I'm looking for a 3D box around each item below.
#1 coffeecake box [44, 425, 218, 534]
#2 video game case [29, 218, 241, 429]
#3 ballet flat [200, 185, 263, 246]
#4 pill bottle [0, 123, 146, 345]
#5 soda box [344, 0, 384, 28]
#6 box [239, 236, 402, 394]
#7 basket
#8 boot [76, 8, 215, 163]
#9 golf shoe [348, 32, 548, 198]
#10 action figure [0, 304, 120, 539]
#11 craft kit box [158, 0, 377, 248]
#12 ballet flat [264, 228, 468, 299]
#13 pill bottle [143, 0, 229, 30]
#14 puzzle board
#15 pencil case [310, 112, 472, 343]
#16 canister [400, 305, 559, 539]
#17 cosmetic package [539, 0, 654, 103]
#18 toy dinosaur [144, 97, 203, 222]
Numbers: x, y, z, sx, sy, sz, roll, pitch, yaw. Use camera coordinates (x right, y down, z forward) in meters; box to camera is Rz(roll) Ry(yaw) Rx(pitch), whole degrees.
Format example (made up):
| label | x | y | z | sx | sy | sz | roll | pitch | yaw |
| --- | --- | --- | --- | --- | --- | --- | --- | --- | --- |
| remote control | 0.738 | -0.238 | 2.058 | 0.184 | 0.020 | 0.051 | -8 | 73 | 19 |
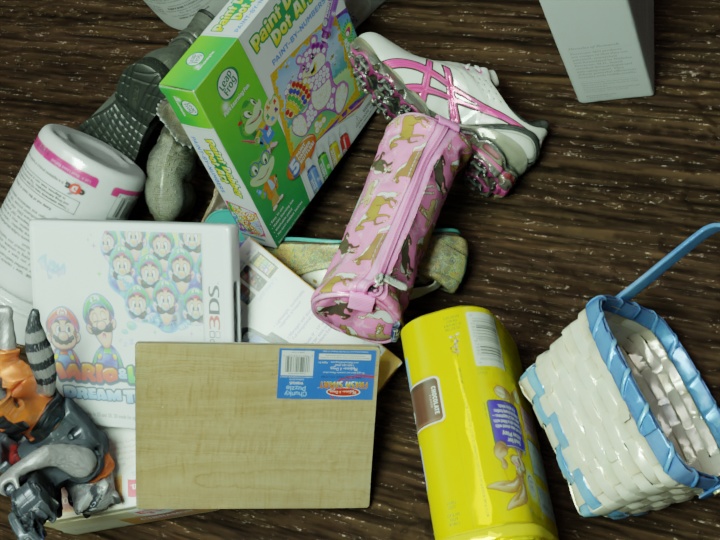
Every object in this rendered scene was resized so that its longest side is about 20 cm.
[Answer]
| label | x | y | z | sx | sy | sz | roll | pitch | yaw |
| --- | --- | --- | --- | --- | --- | --- | --- | --- | --- |
| coffeecake box | -0.218 | 0.132 | 1.041 | 0.153 | 0.073 | 0.201 | -12 | 66 | 16 |
| video game case | -0.197 | 0.048 | 0.966 | 0.199 | 0.024 | 0.183 | 3 | 99 | 20 |
| ballet flat | -0.114 | -0.055 | 1.077 | 0.070 | 0.065 | 0.201 | 10 | 75 | 13 |
| pill bottle | -0.306 | -0.033 | 1.101 | 0.113 | 0.113 | 0.200 | 37 | 102 | 29 |
| soda box | -0.067 | -0.242 | 1.114 | 0.200 | 0.063 | 0.068 | -44 | 73 | -6 |
| box | -0.076 | 0.064 | 0.986 | 0.200 | 0.041 | 0.119 | 39 | 87 | 6 |
| basket | 0.232 | 0.084 | 0.827 | 0.200 | 0.139 | 0.177 | -39 | 58 | 34 |
| boot | -0.217 | -0.180 | 1.163 | 0.200 | 0.068 | 0.131 | -38 | 12 | 44 |
| golf shoe | 0.079 | -0.157 | 1.019 | 0.200 | 0.073 | 0.092 | 40 | 74 | 5 |
| action figure | -0.258 | 0.137 | 0.912 | 0.104 | 0.194 | 0.200 | -31 | 31 | -7 |
| craft kit box | -0.071 | -0.158 | 0.993 | 0.048 | 0.198 | 0.200 | 14 | 59 | 34 |
| ballet flat | 0.000 | 0.000 | 1.010 | 0.199 | 0.071 | 0.071 | -3 | 69 | 20 |
| pill bottle | -0.211 | -0.348 | 1.153 | 0.114 | 0.200 | 0.115 | -8 | 67 | 19 |
| puzzle board | -0.087 | 0.129 | 0.927 | 0.199 | 0.017 | 0.151 | 1 | 108 | -8 |
| pencil case | 0.028 | -0.039 | 0.929 | 0.086 | 0.083 | 0.201 | 2 | 57 | 34 |
| canister | 0.096 | 0.144 | 0.867 | 0.086 | 0.149 | 0.201 | -17 | 62 | 16 |
| cosmetic package | 0.201 | -0.234 | 0.939 | 0.071 | 0.200 | 0.102 | -3 | 68 | 21 |
| toy dinosaur | -0.183 | -0.092 | 1.082 | 0.077 | 0.102 | 0.201 | 19 | 95 | 9 |
